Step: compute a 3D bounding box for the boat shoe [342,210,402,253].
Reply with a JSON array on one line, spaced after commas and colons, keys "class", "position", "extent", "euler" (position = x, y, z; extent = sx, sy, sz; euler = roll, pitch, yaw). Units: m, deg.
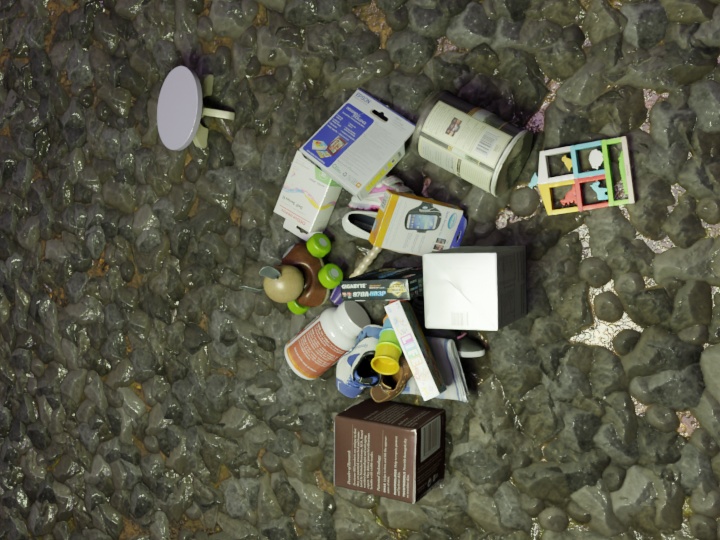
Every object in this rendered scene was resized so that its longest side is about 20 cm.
[{"class": "boat shoe", "position": [0.058, -0.084, 1.648], "extent": [0.200, 0.065, 0.074], "euler": [10, 83, -4]}]

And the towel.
[{"class": "towel", "position": [0.141, 0.212, 1.652], "extent": [0.200, 0.024, 0.147], "euler": [-1, 109, 47]}]

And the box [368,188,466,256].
[{"class": "box", "position": [0.127, -0.093, 1.610], "extent": [0.041, 0.200, 0.119], "euler": [50, 124, 57]}]

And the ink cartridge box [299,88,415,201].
[{"class": "ink cartridge box", "position": [-0.002, -0.281, 1.684], "extent": [0.200, 0.047, 0.198], "euler": [-45, 59, -7]}]

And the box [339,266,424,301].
[{"class": "box", "position": [0.072, 0.027, 1.620], "extent": [0.159, 0.200, 0.046], "euler": [-2, 97, 29]}]

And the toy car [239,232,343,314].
[{"class": "toy car", "position": [-0.173, 0.012, 1.726], "extent": [0.164, 0.200, 0.158], "euler": [-40, 64, 40]}]

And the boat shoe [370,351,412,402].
[{"class": "boat shoe", "position": [0.066, 0.237, 1.678], "extent": [0.072, 0.068, 0.200], "euler": [53, 139, 15]}]

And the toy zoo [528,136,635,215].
[{"class": "toy zoo", "position": [0.433, -0.183, 1.504], "extent": [0.200, 0.020, 0.131], "euler": [-8, 91, 29]}]

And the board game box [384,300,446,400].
[{"class": "board game box", "position": [0.114, 0.161, 1.545], "extent": [0.034, 0.134, 0.200], "euler": [-25, 81, 10]}]

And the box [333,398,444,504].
[{"class": "box", "position": [0.066, 0.392, 1.679], "extent": [0.200, 0.166, 0.165], "euler": [4, 97, 29]}]

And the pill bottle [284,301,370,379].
[{"class": "pill bottle", "position": [-0.074, 0.158, 1.763], "extent": [0.200, 0.112, 0.112], "euler": [-40, 76, 26]}]

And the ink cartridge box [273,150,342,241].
[{"class": "ink cartridge box", "position": [-0.124, -0.166, 1.783], "extent": [0.117, 0.067, 0.200], "euler": [30, 108, 23]}]

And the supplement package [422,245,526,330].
[{"class": "supplement package", "position": [0.235, 0.031, 1.530], "extent": [0.152, 0.200, 0.151], "euler": [0, 96, 28]}]

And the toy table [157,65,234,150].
[{"class": "toy table", "position": [-0.420, -0.399, 1.894], "extent": [0.184, 0.117, 0.200], "euler": [26, 106, 24]}]

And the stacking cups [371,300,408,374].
[{"class": "stacking cups", "position": [0.072, 0.131, 1.638], "extent": [0.060, 0.200, 0.061], "euler": [9, 134, 9]}]

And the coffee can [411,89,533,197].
[{"class": "coffee can", "position": [0.226, -0.257, 1.538], "extent": [0.200, 0.146, 0.147], "euler": [32, 109, 22]}]

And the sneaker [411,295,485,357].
[{"class": "sneaker", "position": [0.183, 0.116, 1.641], "extent": [0.200, 0.071, 0.099], "euler": [21, 110, 30]}]

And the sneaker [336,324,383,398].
[{"class": "sneaker", "position": [-0.003, 0.223, 1.676], "extent": [0.080, 0.115, 0.200], "euler": [20, 126, -9]}]

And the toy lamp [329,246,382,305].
[{"class": "toy lamp", "position": [0.000, 0.000, 1.740], "extent": [0.058, 0.058, 0.200], "euler": [47, 112, 17]}]

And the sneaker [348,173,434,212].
[{"class": "sneaker", "position": [0.071, -0.168, 1.669], "extent": [0.200, 0.081, 0.088], "euler": [10, 94, 21]}]
